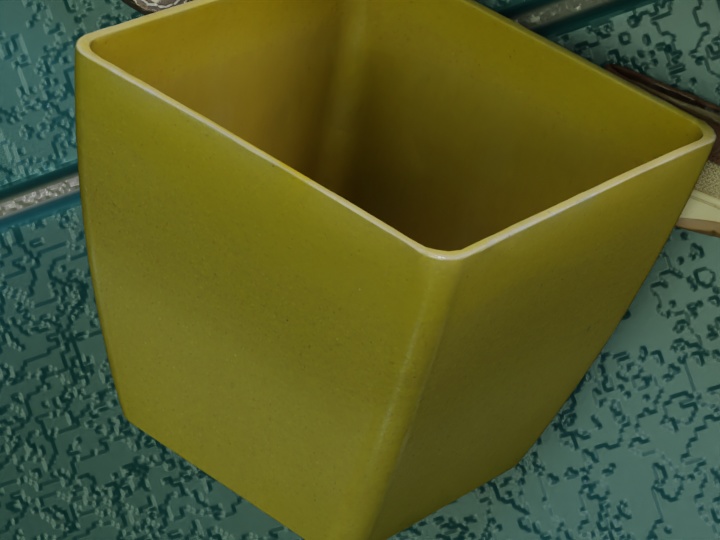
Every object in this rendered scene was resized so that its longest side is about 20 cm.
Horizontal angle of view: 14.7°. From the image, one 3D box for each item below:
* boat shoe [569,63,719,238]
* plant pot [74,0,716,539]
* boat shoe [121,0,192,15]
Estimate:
[{"bbox_3d":[0.192,-0.046,1.214,0.199,0.072,0.072,15,102,17],"label":"boat shoe"},{"bbox_3d":[0.000,0.000,1.187,0.199,0.200,0.177,30,123,28],"label":"plant pot"},{"bbox_3d":[-0.132,-0.197,1.272,0.072,0.060,0.201,-31,90,15],"label":"boat shoe"}]
